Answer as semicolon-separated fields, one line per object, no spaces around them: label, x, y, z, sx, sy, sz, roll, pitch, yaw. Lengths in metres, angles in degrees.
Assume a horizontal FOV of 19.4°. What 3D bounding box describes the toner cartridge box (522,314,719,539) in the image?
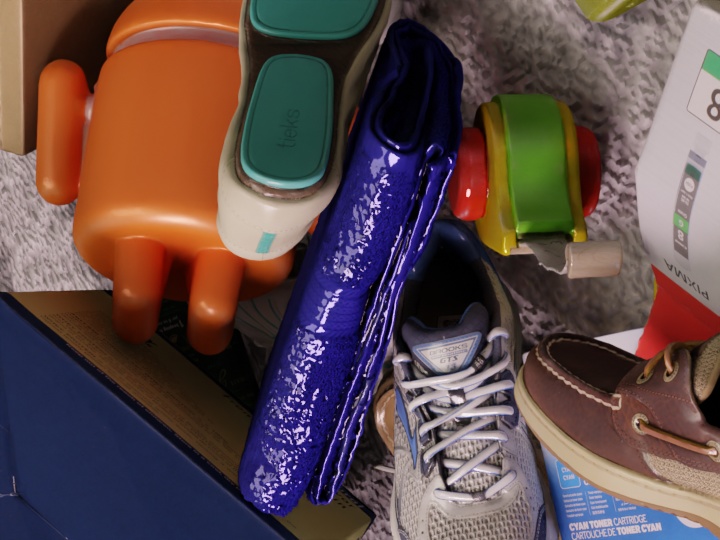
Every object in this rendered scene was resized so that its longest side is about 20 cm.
toner cartridge box;0.156;0.063;0.870;0.199;0.043;0.096;-17;83;51

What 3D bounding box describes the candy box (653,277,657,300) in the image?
candy box;0.200;0.073;0.876;0.199;0.026;0.103;22;121;46

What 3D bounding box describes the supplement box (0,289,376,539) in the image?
supplement box;-0.119;0.122;1.055;0.200;0.200;0.135;40;96;7

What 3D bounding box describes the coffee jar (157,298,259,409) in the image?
coffee jar;-0.094;0.105;1.210;0.201;0.104;0.085;66;151;9

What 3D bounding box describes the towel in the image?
towel;0.000;0.000;0.961;0.049;0.148;0.201;19;118;-3

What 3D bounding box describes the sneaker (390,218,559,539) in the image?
sneaker;0.041;0.061;0.949;0.086;0.076;0.201;74;-174;-50

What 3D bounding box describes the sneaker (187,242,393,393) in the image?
sneaker;-0.027;0.030;1.120;0.199;0.070;0.081;5;111;51

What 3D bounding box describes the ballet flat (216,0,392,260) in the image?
ballet flat;-0.026;-0.086;0.951;0.069;0.201;0.070;9;140;8

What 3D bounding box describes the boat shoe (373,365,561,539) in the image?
boat shoe;0.074;0.117;1.007;0.200;0.062;0.074;40;130;22

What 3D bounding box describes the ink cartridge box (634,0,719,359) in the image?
ink cartridge box;0.160;0.021;0.785;0.161;0.050;0.201;41;125;39

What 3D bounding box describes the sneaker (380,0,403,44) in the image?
sneaker;-0.058;-0.175;1.046;0.200;0.099;0.078;49;138;28

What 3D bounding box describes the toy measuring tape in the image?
toy measuring tape;0.078;-0.041;0.914;0.200;0.073;0.074;-137;34;-80

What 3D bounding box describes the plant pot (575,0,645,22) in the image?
plant pot;0.092;-0.206;0.784;0.194;0.200;0.200;57;143;0

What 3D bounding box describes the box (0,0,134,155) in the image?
box;-0.138;-0.180;1.102;0.021;0.163;0.202;17;121;22

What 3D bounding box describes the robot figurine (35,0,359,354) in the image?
robot figurine;-0.083;-0.063;1.066;0.143;0.116;0.202;-7;64;32

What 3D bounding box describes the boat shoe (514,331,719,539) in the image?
boat shoe;0.134;0.054;0.769;0.200;0.072;0.073;32;121;51
